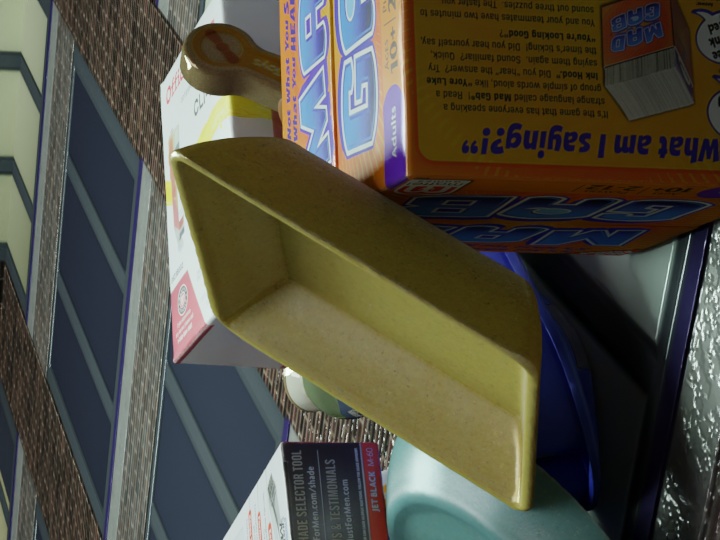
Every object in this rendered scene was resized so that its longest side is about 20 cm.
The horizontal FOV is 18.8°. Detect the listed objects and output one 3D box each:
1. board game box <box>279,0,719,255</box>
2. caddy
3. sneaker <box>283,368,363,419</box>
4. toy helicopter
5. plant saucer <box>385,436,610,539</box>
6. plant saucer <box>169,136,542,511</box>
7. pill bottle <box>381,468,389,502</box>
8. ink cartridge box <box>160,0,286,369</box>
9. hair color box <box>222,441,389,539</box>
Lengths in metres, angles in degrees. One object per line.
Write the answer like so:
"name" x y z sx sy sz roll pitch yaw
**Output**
"board game box" 0.079 -0.123 1.099 0.200 0.198 0.202 154 116 -69
"caddy" 0.078 0.056 1.256 0.142 0.104 0.201 81 167 -49
"sneaker" 0.000 0.000 1.423 0.090 0.067 0.202 12 100 54
"toy helicopter" -0.018 -0.089 1.270 0.079 0.199 0.133 101 -166 -51
"plant saucer" 0.077 0.170 1.177 0.200 0.036 0.201 37 149 27
"plant saucer" 0.011 0.018 1.046 0.049 0.199 0.200 -54 -16 -19
"pill bottle" 0.048 0.229 1.325 0.112 0.111 0.201 114 151 -51
"ink cartridge box" -0.066 -0.056 1.366 0.145 0.083 0.202 134 135 -60
"hair color box" -0.036 0.189 1.306 0.200 0.063 0.112 118 149 -62
